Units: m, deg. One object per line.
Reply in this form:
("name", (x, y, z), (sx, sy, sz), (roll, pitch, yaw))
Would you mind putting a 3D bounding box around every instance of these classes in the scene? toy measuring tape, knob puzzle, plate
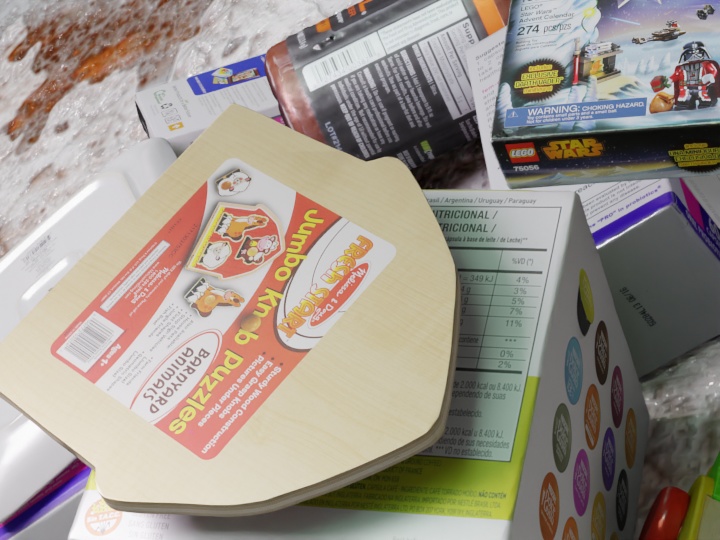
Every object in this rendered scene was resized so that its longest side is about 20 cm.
("toy measuring tape", (0.151, 0.148, 0.882), (0.073, 0.074, 0.200), (-25, 17, 26))
("knob puzzle", (-0.040, 0.031, 0.857), (0.218, 0.031, 0.221), (-10, 51, 12))
("plate", (-0.173, 0.024, 1.177), (0.199, 0.032, 0.200), (-41, 37, 8))

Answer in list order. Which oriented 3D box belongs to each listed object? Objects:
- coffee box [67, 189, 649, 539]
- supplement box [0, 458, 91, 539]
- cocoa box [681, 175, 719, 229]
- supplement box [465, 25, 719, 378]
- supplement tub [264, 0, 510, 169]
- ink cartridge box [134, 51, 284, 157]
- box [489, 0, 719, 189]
("coffee box", (0.013, 0.096, 0.940), (0.198, 0.200, 0.199), (1, 55, 21))
("supplement box", (-0.158, 0.093, 1.222), (0.103, 0.101, 0.201), (-33, 39, 17))
("cocoa box", (0.257, -0.098, 0.971), (0.130, 0.133, 0.201), (-7, 53, 38))
("supplement box", (0.133, -0.052, 1.080), (0.103, 0.101, 0.201), (-31, 41, 20))
("supplement tub", (0.049, -0.128, 1.211), (0.199, 0.107, 0.107), (-25, 40, 5))
("ink cartridge box", (-0.046, -0.118, 1.314), (0.198, 0.037, 0.095), (-20, 28, -7))
("box", (0.164, -0.107, 0.888), (0.198, 0.040, 0.138), (-4, 53, 19))
